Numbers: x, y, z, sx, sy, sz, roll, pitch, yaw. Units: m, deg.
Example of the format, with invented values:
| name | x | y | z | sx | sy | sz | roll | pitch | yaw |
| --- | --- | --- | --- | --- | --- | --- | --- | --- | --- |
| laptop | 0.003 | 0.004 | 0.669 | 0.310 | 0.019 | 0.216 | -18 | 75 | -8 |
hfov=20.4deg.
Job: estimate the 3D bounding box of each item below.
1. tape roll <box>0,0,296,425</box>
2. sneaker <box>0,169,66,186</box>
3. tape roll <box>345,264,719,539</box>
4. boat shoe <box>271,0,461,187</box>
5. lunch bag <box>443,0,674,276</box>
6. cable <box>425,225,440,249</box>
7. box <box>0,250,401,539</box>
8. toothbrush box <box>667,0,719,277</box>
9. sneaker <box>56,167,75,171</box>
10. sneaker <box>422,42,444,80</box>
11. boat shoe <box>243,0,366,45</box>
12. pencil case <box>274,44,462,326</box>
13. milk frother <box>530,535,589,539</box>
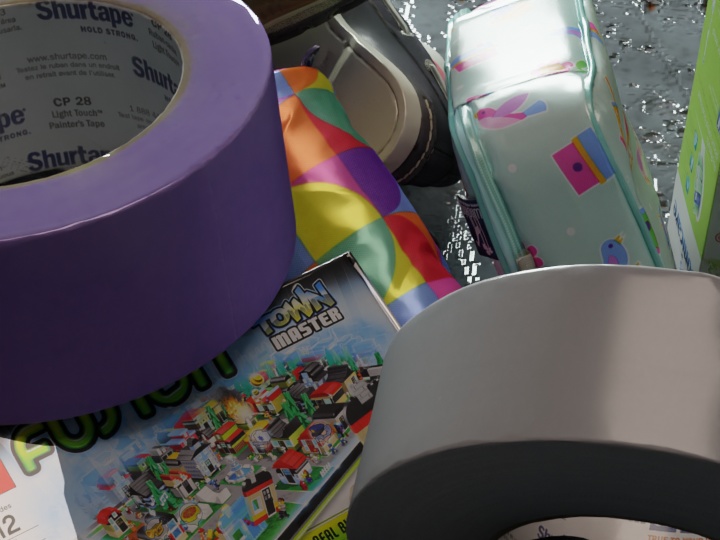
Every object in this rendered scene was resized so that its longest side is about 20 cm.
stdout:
| name | x | y | z | sx | sy | sz | roll | pitch | yaw |
| --- | --- | --- | --- | --- | --- | --- | --- | --- | --- |
| tape roll | -0.127 | -0.037 | 0.781 | 0.198 | 0.085 | 0.201 | -4 | 37 | 3 |
| sneaker | -0.134 | 0.044 | 0.843 | 0.074 | 0.082 | 0.201 | 2 | 52 | -18 |
| tape roll | 0.098 | 0.079 | 0.684 | 0.199 | 0.201 | 0.067 | 9 | 59 | 7 |
| boat shoe | -0.006 | -0.107 | 1.002 | 0.062 | 0.073 | 0.200 | 19 | 28 | -40 |
| lunch bag | 0.095 | -0.035 | 0.920 | 0.077 | 0.161 | 0.200 | -17 | 26 | 10 |
| cable | -0.007 | 0.034 | 0.948 | 0.096 | 0.050 | 0.201 | 12 | 47 | -18 |
| box | -0.059 | 0.081 | 0.762 | 0.199 | 0.035 | 0.110 | -26 | 72 | -27 |
| toothbrush box | 0.237 | -0.073 | 0.959 | 0.144 | 0.201 | 0.086 | 2 | 38 | -3 |
| sneaker | -0.117 | -0.059 | 0.977 | 0.075 | 0.116 | 0.201 | -3 | 38 | -9 |
| sneaker | -0.055 | -0.098 | 1.065 | 0.199 | 0.076 | 0.105 | 13 | 33 | 5 |
| boat shoe | -0.051 | -0.137 | 0.960 | 0.200 | 0.072 | 0.066 | -17 | -12 | 28 |
| pencil case | 0.000 | 0.000 | 0.882 | 0.088 | 0.088 | 0.201 | -24 | 73 | -32 |
| milk frother | 0.105 | 0.185 | 0.674 | 0.188 | 0.181 | 0.199 | 36 | 16 | 34 |
